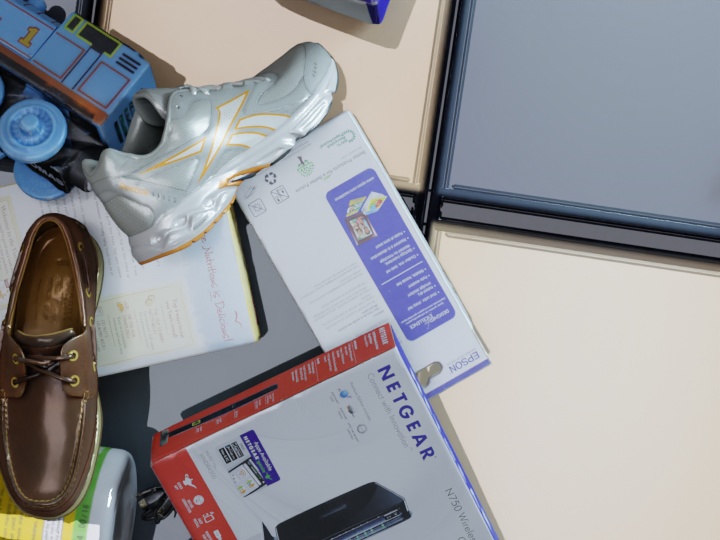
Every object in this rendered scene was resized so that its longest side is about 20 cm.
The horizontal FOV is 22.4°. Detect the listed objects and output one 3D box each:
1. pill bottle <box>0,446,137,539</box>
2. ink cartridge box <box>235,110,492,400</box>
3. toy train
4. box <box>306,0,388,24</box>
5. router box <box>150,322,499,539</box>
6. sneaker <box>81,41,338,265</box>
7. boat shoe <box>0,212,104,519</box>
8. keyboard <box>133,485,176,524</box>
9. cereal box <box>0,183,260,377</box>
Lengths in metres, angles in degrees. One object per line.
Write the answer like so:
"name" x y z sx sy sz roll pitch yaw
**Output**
"pill bottle" -0.259 0.165 1.231 0.200 0.111 0.111 7 93 2
"ink cartridge box" 0.000 0.000 1.246 0.099 0.039 0.200 -29 90 4
"toy train" -0.235 -0.132 1.221 0.200 0.087 0.114 32 72 13
"box" 0.000 -0.270 1.161 0.105 0.184 0.200 22 94 0
"router box" -0.017 0.162 1.222 0.179 0.049 0.200 -26 108 4
"sneaker" -0.097 -0.099 1.190 0.200 0.076 0.092 -48 110 -28
"boat shoe" -0.205 0.058 1.178 0.072 0.068 0.200 1 74 1
"keyboard" -0.073 0.165 1.263 0.200 0.021 0.127 -41 102 3
"cereal box" -0.179 0.000 1.254 0.200 0.040 0.144 -12 90 3
